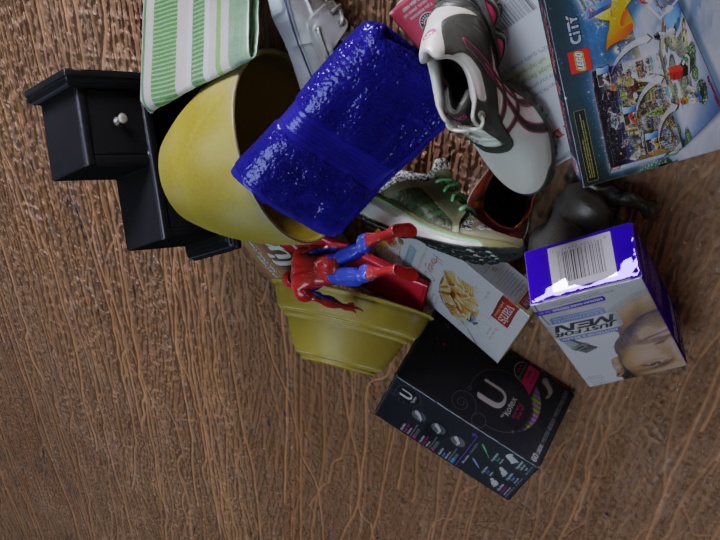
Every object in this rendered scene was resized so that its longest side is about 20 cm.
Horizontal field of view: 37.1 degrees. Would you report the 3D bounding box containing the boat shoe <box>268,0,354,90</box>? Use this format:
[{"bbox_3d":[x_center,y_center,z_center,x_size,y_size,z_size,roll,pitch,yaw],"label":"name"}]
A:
[{"bbox_3d":[-0.042,-0.241,1.068,0.069,0.071,0.202,-12,123,12],"label":"boat shoe"}]

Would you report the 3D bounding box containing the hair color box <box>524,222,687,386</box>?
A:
[{"bbox_3d":[0.245,0.040,1.055,0.108,0.066,0.200,-16,147,22],"label":"hair color box"}]

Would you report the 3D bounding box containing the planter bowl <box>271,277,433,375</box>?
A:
[{"bbox_3d":[-0.018,0.073,1.260,0.197,0.085,0.200,13,174,1],"label":"planter bowl"}]

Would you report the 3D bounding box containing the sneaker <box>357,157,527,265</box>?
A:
[{"bbox_3d":[0.079,-0.068,1.072,0.198,0.090,0.077,21,177,21],"label":"sneaker"}]

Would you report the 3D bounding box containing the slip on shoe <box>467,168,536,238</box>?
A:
[{"bbox_3d":[0.145,-0.063,1.106,0.073,0.062,0.201,28,145,6],"label":"slip on shoe"}]

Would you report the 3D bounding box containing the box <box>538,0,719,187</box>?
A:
[{"bbox_3d":[0.217,-0.181,0.843,0.134,0.038,0.203,-14,109,6],"label":"box"}]

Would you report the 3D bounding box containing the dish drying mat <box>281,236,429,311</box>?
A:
[{"bbox_3d":[-0.015,-0.009,1.225,0.198,0.018,0.077,26,157,9],"label":"dish drying mat"}]

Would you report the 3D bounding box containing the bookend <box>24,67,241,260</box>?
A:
[{"bbox_3d":[-0.249,-0.111,1.187,0.091,0.198,0.202,-12,85,45],"label":"bookend"}]

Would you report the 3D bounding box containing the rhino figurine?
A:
[{"bbox_3d":[0.217,-0.023,1.093,0.087,0.060,0.201,29,144,2],"label":"rhino figurine"}]

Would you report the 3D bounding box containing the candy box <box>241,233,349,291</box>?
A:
[{"bbox_3d":[-0.103,-0.068,1.300,0.114,0.056,0.201,-8,125,43],"label":"candy box"}]

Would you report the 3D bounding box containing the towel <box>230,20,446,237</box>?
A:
[{"bbox_3d":[-0.006,-0.122,0.991,0.147,0.050,0.200,23,120,-42],"label":"towel"}]

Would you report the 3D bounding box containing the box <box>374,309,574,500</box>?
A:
[{"bbox_3d":[0.137,0.161,1.301,0.198,0.123,0.107,31,144,5],"label":"box"}]

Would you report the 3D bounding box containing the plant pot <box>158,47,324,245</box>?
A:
[{"bbox_3d":[-0.128,-0.115,1.127,0.140,0.201,0.201,-11,125,29],"label":"plant pot"}]

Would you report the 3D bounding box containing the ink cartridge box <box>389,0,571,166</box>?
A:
[{"bbox_3d":[0.147,-0.201,0.936,0.200,0.084,0.144,47,142,-15],"label":"ink cartridge box"}]

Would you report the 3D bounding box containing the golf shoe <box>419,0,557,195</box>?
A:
[{"bbox_3d":[0.100,-0.133,0.904,0.076,0.088,0.201,-3,130,40],"label":"golf shoe"}]

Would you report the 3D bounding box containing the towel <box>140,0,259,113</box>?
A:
[{"bbox_3d":[-0.166,-0.256,1.094,0.023,0.155,0.198,12,162,-41],"label":"towel"}]

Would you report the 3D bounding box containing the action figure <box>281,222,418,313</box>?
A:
[{"bbox_3d":[0.000,0.000,1.098,0.098,0.066,0.198,10,166,-41],"label":"action figure"}]

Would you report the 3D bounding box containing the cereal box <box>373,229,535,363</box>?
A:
[{"bbox_3d":[0.102,0.003,1.180,0.199,0.040,0.144,41,157,12],"label":"cereal box"}]
